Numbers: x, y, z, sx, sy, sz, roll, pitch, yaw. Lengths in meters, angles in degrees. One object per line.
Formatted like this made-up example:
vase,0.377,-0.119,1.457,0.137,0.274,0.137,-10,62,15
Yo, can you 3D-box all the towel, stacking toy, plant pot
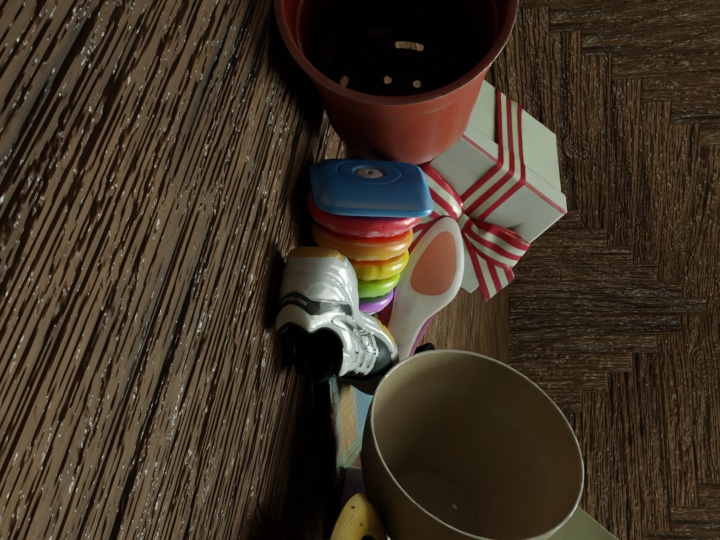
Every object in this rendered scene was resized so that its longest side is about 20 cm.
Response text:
towel,-0.011,0.128,1.106,0.200,0.022,0.147,-44,132,-74
stacking toy,0.000,0.000,1.001,0.116,0.109,0.200,-100,-167,-63
plant pot,0.034,-0.197,0.959,0.195,0.200,0.201,78,15,-72
plant pot,0.084,0.192,0.973,0.201,0.200,0.135,-77,-172,-47

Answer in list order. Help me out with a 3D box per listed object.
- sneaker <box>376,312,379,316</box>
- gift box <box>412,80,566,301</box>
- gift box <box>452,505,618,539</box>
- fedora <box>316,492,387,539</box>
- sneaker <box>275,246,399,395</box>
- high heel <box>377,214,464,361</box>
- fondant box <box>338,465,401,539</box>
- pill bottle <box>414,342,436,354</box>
sneaker,0.012,-0.020,1.150,0.093,0.070,0.200,46,-15,56
gift box,0.118,-0.089,1.242,0.200,0.184,0.187,-49,-160,34
gift box,0.143,0.312,1.098,0.200,0.187,0.185,-36,142,-19
fedora,-0.031,0.272,0.856,0.201,0.082,0.201,-1,90,-75
sneaker,-0.027,0.067,0.928,0.200,0.075,0.088,58,39,-48
high heel,0.043,0.032,1.074,0.200,0.067,0.096,-67,-162,8
fondant box,0.020,0.287,1.123,0.200,0.058,0.145,53,45,-72
pill bottle,0.096,0.192,1.259,0.200,0.112,0.112,61,14,-1
